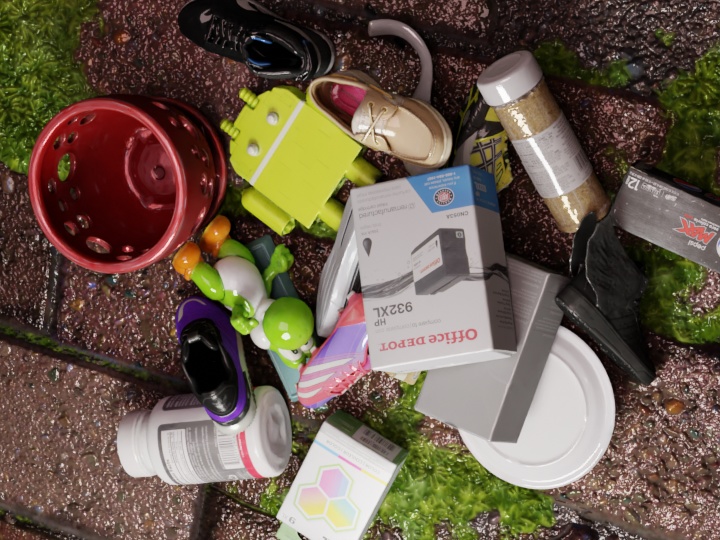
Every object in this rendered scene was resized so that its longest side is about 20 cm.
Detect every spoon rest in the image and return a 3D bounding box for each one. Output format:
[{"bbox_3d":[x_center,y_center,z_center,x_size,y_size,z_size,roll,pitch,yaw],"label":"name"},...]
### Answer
[{"bbox_3d":[0.062,-0.189,1.689,0.060,0.099,0.201,-15,85,-3],"label":"spoon rest"}]

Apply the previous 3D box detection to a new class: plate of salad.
[{"bbox_3d":[0.200,0.151,1.729,0.199,0.048,0.202,5,101,27],"label":"plate of salad"}]

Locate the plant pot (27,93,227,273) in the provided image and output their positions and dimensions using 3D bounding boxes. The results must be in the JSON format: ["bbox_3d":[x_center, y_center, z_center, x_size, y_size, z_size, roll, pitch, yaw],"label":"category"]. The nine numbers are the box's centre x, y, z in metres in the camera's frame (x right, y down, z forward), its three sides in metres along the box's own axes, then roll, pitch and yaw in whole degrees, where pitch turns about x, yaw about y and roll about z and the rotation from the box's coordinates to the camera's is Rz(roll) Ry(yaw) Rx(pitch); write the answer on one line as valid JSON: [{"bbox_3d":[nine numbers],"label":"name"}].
[{"bbox_3d":[-0.259,-0.110,1.758,0.199,0.182,0.202,4,103,19],"label":"plant pot"}]

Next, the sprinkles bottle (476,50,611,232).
[{"bbox_3d":[0.200,-0.137,1.625,0.068,0.068,0.201,-23,113,22],"label":"sprinkles bottle"}]

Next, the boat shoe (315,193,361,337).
[{"bbox_3d":[0.000,0.000,1.752,0.070,0.072,0.201,9,126,-17],"label":"boat shoe"}]

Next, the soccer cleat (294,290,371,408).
[{"bbox_3d":[-0.014,0.104,1.743,0.077,0.067,0.201,47,129,22],"label":"soccer cleat"}]

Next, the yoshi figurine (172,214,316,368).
[{"bbox_3d":[-0.122,0.027,1.766,0.200,0.112,0.112,45,104,2],"label":"yoshi figurine"}]

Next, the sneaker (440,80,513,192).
[{"bbox_3d":[0.139,-0.134,1.687,0.076,0.075,0.201,17,110,-7],"label":"sneaker"}]

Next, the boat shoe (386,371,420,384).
[{"bbox_3d":[0.092,0.050,1.742,0.076,0.072,0.200,33,120,-3],"label":"boat shoe"}]

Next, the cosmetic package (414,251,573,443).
[{"bbox_3d":[0.150,0.083,1.671,0.106,0.090,0.201,23,97,30],"label":"cosmetic package"}]

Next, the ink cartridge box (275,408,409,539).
[{"bbox_3d":[-0.033,0.282,1.831,0.103,0.059,0.201,31,109,10],"label":"ink cartridge box"}]

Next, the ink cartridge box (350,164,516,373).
[{"bbox_3d":[0.078,0.001,1.617,0.144,0.084,0.202,-10,81,23],"label":"ink cartridge box"}]

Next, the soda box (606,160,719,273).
[{"bbox_3d":[0.371,-0.046,1.621,0.199,0.063,0.071,26,109,13],"label":"soda box"}]

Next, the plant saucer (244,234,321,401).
[{"bbox_3d":[-0.099,0.060,1.830,0.070,0.019,0.201,-24,92,21],"label":"plant saucer"}]

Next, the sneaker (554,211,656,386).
[{"bbox_3d":[0.287,0.034,1.649,0.200,0.060,0.104,42,85,-28],"label":"sneaker"}]

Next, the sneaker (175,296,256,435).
[{"bbox_3d":[-0.182,0.091,1.780,0.069,0.100,0.201,-30,51,3],"label":"sneaker"}]

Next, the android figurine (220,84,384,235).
[{"bbox_3d":[-0.074,-0.136,1.768,0.200,0.041,0.182,39,111,6],"label":"android figurine"}]

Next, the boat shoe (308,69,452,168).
[{"bbox_3d":[0.016,-0.163,1.636,0.200,0.069,0.074,32,119,42],"label":"boat shoe"}]

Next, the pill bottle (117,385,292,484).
[{"bbox_3d":[-0.193,0.205,1.842,0.199,0.111,0.112,-7,99,20],"label":"pill bottle"}]

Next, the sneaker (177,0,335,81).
[{"bbox_3d":[-0.135,-0.270,1.720,0.199,0.112,0.074,18,106,15],"label":"sneaker"}]
